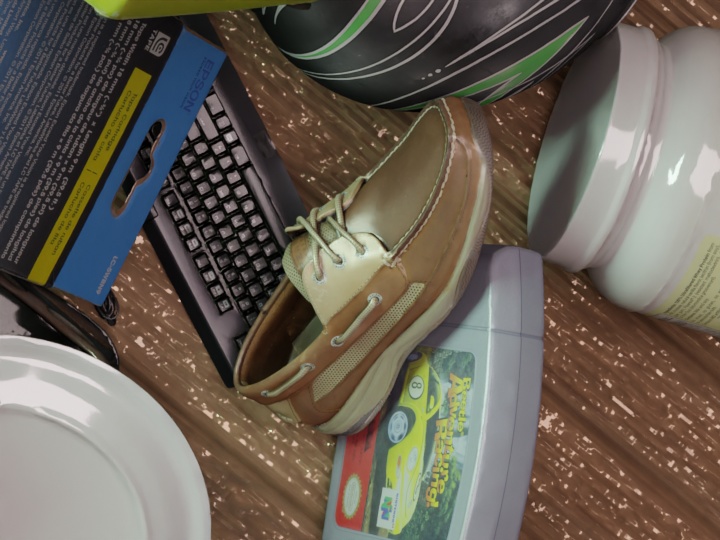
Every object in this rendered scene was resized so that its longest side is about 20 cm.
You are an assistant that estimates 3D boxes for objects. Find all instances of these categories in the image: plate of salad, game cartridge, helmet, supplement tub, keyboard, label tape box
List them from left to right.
[{"bbox_3d":[-0.170,0.117,1.422,0.199,0.048,0.201,0,115,1],"label":"plate of salad"},{"bbox_3d":[-0.162,-0.078,1.373,0.063,0.200,0.144,27,90,29],"label":"label tape box"},{"bbox_3d":[-0.098,-0.035,1.468,0.127,0.021,0.200,-28,94,-11],"label":"keyboard"},{"bbox_3d":[0.035,0.085,1.436,0.041,0.133,0.201,11,86,-34],"label":"game cartridge"},{"bbox_3d":[0.040,-0.167,1.410,0.199,0.191,0.201,0,90,-11],"label":"helmet"},{"bbox_3d":[0.196,-0.036,1.464,0.199,0.145,0.145,17,86,-11],"label":"supplement tub"}]

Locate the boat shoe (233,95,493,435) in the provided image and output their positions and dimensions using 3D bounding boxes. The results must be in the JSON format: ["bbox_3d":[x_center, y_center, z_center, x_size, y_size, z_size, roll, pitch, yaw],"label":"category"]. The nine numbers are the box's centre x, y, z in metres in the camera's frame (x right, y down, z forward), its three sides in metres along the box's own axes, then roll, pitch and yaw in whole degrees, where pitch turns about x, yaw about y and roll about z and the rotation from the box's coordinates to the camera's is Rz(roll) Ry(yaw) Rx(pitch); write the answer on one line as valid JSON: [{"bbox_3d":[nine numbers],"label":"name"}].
[{"bbox_3d":[0.000,0.000,1.407,0.072,0.076,0.200,11,125,-26],"label":"boat shoe"}]

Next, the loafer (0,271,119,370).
[{"bbox_3d":[-0.202,0.008,1.424,0.200,0.063,0.072,28,84,-10],"label":"loafer"}]

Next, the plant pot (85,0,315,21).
[{"bbox_3d":[-0.075,-0.220,1.261,0.200,0.199,0.182,37,118,27],"label":"plant pot"}]
